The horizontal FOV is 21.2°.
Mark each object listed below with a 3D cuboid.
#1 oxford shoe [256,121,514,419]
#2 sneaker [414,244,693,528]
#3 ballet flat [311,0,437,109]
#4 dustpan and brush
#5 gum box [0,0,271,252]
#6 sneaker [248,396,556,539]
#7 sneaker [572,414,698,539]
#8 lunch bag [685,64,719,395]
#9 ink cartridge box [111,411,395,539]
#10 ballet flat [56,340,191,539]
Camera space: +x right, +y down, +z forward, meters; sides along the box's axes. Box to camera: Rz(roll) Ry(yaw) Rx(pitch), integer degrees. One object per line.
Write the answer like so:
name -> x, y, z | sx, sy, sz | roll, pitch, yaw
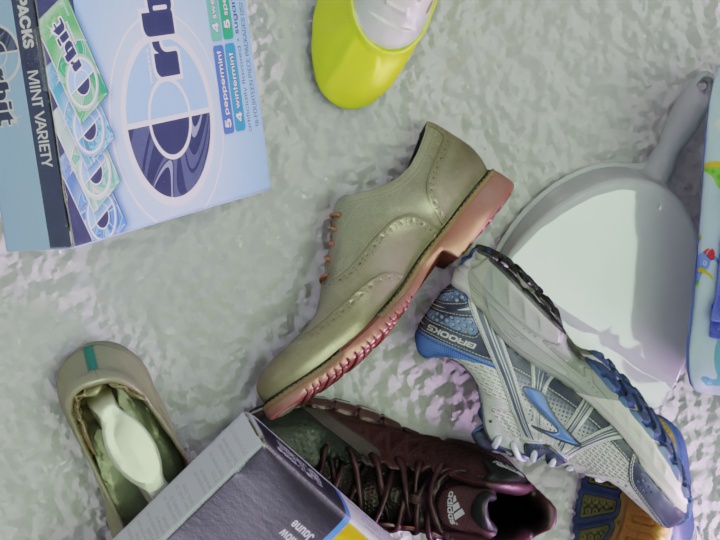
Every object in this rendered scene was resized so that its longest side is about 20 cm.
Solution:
oxford shoe -> 0.000, 0.000, 1.108 | 0.074, 0.071, 0.200 | 43, 71, 0
sneaker -> 0.111, 0.081, 1.123 | 0.085, 0.077, 0.200 | -43, 91, 12
ballet flat -> 0.028, -0.188, 1.095 | 0.066, 0.067, 0.202 | 24, 86, -22
dustpan and brush -> 0.172, -0.035, 1.179 | 0.139, 0.057, 0.201 | 31, 90, -10
gum box -> -0.121, -0.110, 0.992 | 0.200, 0.044, 0.172 | -24, 108, -63
sneaker -> 0.024, 0.120, 1.094 | 0.198, 0.115, 0.077 | 8, 92, -22
sneaker -> 0.184, 0.188, 1.197 | 0.087, 0.075, 0.202 | 1, 97, -38
lunch bag -> 0.248, -0.023, 1.147 | 0.160, 0.082, 0.203 | -3, 98, -65
ink cartridge box -> -0.065, 0.207, 1.057 | 0.200, 0.047, 0.198 | -45, 121, 4
ballet flat -> -0.111, 0.133, 1.070 | 0.069, 0.069, 0.201 | -32, 105, -16
